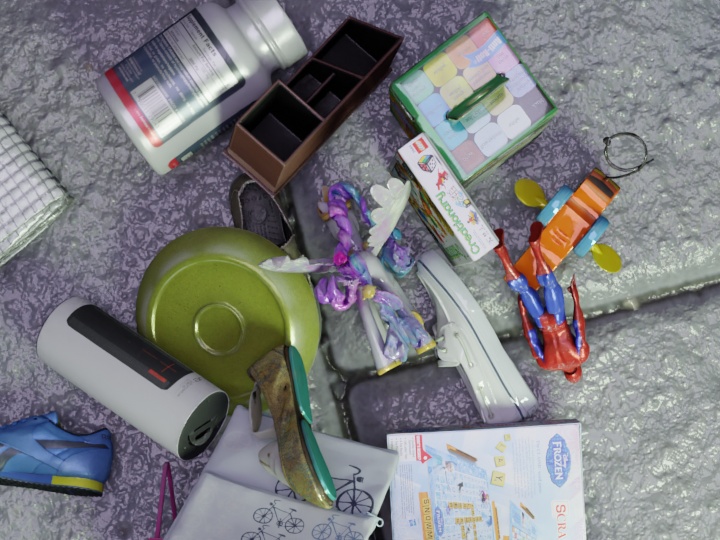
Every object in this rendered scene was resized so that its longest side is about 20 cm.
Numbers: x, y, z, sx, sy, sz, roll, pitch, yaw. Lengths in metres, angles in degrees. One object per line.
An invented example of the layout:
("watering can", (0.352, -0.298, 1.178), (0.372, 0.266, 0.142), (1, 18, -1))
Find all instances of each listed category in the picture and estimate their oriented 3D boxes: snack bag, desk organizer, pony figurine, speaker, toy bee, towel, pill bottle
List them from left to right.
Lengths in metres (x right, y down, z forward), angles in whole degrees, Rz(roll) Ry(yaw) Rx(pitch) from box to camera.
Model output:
("towel", (-0.422, -0.070, 1.602), (0.200, 0.086, 0.166), (-40, 88, -3))
("speaker", (-0.229, 0.108, 1.556), (0.199, 0.081, 0.082), (31, 87, 24))
("pill bottle", (-0.159, -0.202, 1.586), (0.199, 0.120, 0.120), (-35, 86, -2))
("snack bag", (-0.070, 0.218, 1.469), (0.186, 0.022, 0.201), (14, 45, 15))
("desk organizer", (-0.046, -0.178, 1.572), (0.072, 0.077, 0.200), (40, 68, 3))
("pony figurine", (0.000, 0.000, 1.532), (0.165, 0.193, 0.202), (-26, 87, 3))
("toy bee", (0.232, -0.057, 1.588), (0.199, 0.109, 0.132), (-28, 94, 24))

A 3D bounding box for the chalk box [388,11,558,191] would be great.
("chalk box", (0.109, -0.164, 1.536), (0.124, 0.200, 0.124), (-36, 86, -1))

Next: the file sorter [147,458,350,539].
("file sorter", (-0.101, 0.267, 1.534), (0.197, 0.140, 0.126), (0, 44, 0))

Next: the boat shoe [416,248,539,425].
("boat shoe", (0.105, 0.076, 1.584), (0.066, 0.074, 0.201), (-33, 87, -3))

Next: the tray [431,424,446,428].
("tray", (0.097, 0.270, 1.598), (0.106, 0.022, 0.202), (16, 87, 3))

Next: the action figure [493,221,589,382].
("action figure", (0.188, 0.038, 1.555), (0.065, 0.052, 0.201), (-13, 124, 17))

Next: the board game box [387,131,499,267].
("board game box", (0.079, -0.066, 1.527), (0.034, 0.200, 0.127), (-35, 90, -2))

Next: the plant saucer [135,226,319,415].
("plant saucer", (-0.141, 0.057, 1.577), (0.197, 0.031, 0.203), (3, 105, 13))

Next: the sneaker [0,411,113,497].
("sneaker", (-0.353, 0.183, 1.597), (0.197, 0.066, 0.079), (6, 75, 1))

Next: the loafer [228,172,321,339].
("loafer", (-0.094, -0.007, 1.596), (0.074, 0.070, 0.202), (-20, 86, 0))

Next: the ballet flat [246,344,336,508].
("ballet flat", (-0.071, 0.157, 1.482), (0.070, 0.071, 0.201), (-17, 46, 0))

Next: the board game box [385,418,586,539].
("board game box", (0.128, 0.256, 1.560), (0.197, 0.041, 0.203), (-3, 92, 1))
